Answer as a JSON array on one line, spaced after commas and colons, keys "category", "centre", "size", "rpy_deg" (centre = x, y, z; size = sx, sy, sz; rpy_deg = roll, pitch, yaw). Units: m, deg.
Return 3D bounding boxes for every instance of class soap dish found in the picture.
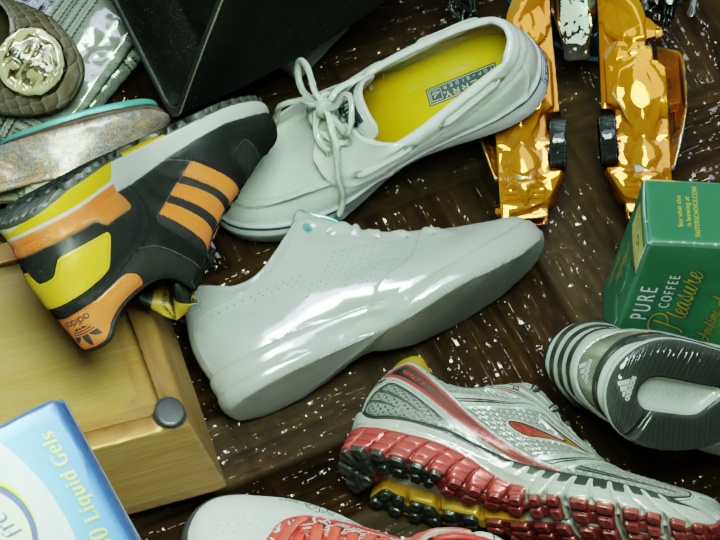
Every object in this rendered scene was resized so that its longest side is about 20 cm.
[{"category": "soap dish", "centre": [-0.185, 0.061, 1.258], "size": [0.199, 0.081, 0.158], "rpy_deg": [-14, 63, -15]}]

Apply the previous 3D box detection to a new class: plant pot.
[{"category": "plant pot", "centre": [-0.043, -0.233, 1.308], "size": [0.177, 0.200, 0.200], "rpy_deg": [-18, 68, -27]}]

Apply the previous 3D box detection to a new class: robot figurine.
[{"category": "robot figurine", "centre": [0.119, -0.126, 1.370], "size": [0.145, 0.058, 0.201], "rpy_deg": [-3, 79, 4]}]

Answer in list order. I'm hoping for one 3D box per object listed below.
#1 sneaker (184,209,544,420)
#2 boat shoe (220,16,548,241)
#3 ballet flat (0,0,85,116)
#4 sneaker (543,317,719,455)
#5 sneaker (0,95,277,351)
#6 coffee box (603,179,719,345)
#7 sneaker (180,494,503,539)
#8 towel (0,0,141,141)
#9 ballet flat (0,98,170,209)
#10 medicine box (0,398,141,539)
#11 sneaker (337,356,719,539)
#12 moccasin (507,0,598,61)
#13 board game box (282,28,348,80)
[{"category": "sneaker", "centre": [0.000, 0.000, 1.313], "size": [0.200, 0.075, 0.089], "rpy_deg": [-23, 70, -16]}, {"category": "boat shoe", "centre": [0.000, -0.080, 1.314], "size": [0.202, 0.086, 0.075], "rpy_deg": [-22, 68, 13]}, {"category": "ballet flat", "centre": [-0.244, -0.143, 1.353], "size": [0.200, 0.046, 0.067], "rpy_deg": [28, 81, 9]}, {"category": "sneaker", "centre": [0.185, 0.061, 1.300], "size": [0.200, 0.115, 0.076], "rpy_deg": [17, 96, -30]}, {"category": "sneaker", "centre": [-0.101, -0.022, 1.248], "size": [0.200, 0.070, 0.090], "rpy_deg": [-32, 99, -53]}, {"category": "coffee box", "centre": [0.237, 0.001, 1.313], "size": [0.199, 0.123, 0.044], "rpy_deg": [2, 62, -3]}, {"category": "sneaker", "centre": [0.006, 0.147, 1.214], "size": [0.201, 0.108, 0.067], "rpy_deg": [26, 61, 9]}, {"category": "towel", "centre": [-0.193, -0.184, 1.395], "size": [0.192, 0.035, 0.200], "rpy_deg": [34, 79, 13]}, {"category": "ballet flat", "centre": [-0.194, -0.037, 1.322], "size": [0.199, 0.068, 0.067], "rpy_deg": [-14, 78, 0]}, {"category": "medicine box", "centre": [-0.186, 0.185, 1.128], "size": [0.200, 0.103, 0.182], "rpy_deg": [-29, 90, -14]}, {"category": "sneaker", "centre": [0.094, 0.097, 1.269], "size": [0.200, 0.078, 0.082], "rpy_deg": [19, 58, 4]}, {"category": "moccasin", "centre": [0.101, -0.213, 1.449], "size": [0.080, 0.068, 0.200], "rpy_deg": [-24, 66, -18]}, {"category": "board game box", "centre": [-0.018, -0.226, 1.426], "size": [0.134, 0.034, 0.200], "rpy_deg": [42, 83, 19]}]
